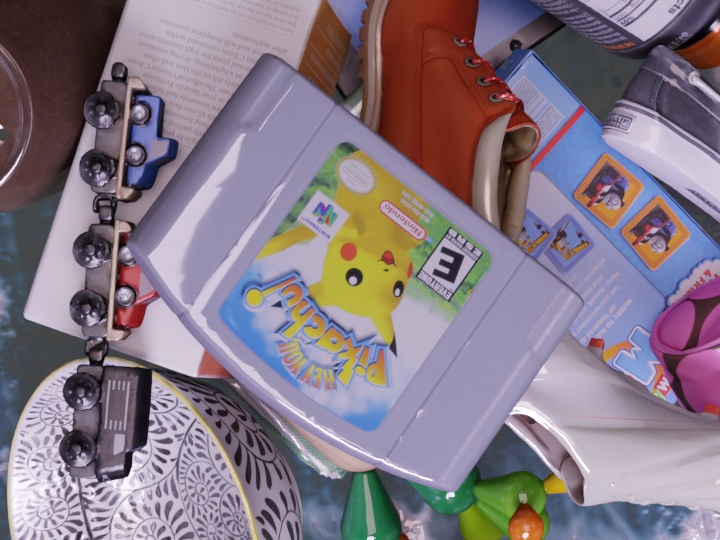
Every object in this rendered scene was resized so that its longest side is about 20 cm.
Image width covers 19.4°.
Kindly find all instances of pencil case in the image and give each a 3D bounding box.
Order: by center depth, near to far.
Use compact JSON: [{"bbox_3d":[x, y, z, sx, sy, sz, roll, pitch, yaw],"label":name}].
[{"bbox_3d":[0.244,0.094,1.160,0.093,0.091,0.201,-38,108,-23],"label":"pencil case"}]

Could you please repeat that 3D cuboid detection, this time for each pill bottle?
[{"bbox_3d":[0.130,-0.181,1.129,0.199,0.106,0.107,27,88,-31],"label":"pill bottle"}]

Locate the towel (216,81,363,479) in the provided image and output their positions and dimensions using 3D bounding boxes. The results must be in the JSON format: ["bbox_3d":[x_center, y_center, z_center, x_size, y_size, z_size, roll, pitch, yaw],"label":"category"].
[{"bbox_3d":[0.000,0.000,1.180,0.149,0.031,0.200,44,89,-15],"label":"towel"}]

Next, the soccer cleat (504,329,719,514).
[{"bbox_3d":[0.145,0.095,1.079,0.199,0.069,0.078,29,71,-12],"label":"soccer cleat"}]

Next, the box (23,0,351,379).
[{"bbox_3d":[-0.086,-0.053,1.095,0.097,0.124,0.202,19,89,7],"label":"box"}]

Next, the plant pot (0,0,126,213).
[{"bbox_3d":[-0.202,-0.101,1.081,0.185,0.200,0.189,-1,108,-2],"label":"plant pot"}]

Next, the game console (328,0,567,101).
[{"bbox_3d":[0.044,-0.199,1.159,0.199,0.176,0.117,-35,62,-3],"label":"game console"}]

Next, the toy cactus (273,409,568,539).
[{"bbox_3d":[0.026,0.112,1.140,0.164,0.103,0.201,31,125,-4],"label":"toy cactus"}]

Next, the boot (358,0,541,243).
[{"bbox_3d":[0.052,-0.091,1.101,0.106,0.075,0.202,-5,64,32],"label":"boot"}]

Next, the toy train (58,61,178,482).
[{"bbox_3d":[-0.115,0.001,1.015,0.045,0.034,0.202,4,87,3],"label":"toy train"}]

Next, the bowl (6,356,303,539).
[{"bbox_3d":[-0.093,0.135,1.142,0.094,0.200,0.203,-16,90,-46],"label":"bowl"}]

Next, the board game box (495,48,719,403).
[{"bbox_3d":[0.109,0.001,1.174,0.200,0.037,0.151,44,87,-13],"label":"board game box"}]

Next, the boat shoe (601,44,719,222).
[{"bbox_3d":[0.220,-0.056,1.159,0.199,0.072,0.068,31,87,-25],"label":"boat shoe"}]

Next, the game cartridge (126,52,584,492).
[{"bbox_3d":[-0.005,0.009,1.006,0.199,0.040,0.134,37,84,-8],"label":"game cartridge"}]
